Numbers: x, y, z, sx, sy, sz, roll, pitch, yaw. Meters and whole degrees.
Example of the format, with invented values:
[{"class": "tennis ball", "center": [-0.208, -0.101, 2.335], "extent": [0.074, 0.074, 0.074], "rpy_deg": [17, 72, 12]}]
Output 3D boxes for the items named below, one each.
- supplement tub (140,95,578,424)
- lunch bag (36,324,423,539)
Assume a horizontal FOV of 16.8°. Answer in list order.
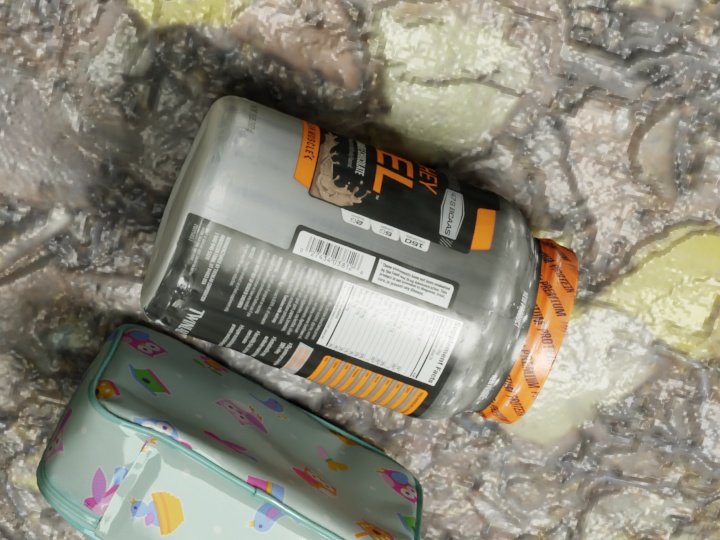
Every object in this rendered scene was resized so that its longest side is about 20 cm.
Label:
[{"class": "supplement tub", "center": [0.000, 0.000, 1.227], "extent": [0.200, 0.123, 0.123], "rpy_deg": [20, 112, -10]}, {"class": "lunch bag", "center": [-0.062, 0.114, 1.260], "extent": [0.200, 0.160, 0.077], "rpy_deg": [31, 105, -7]}]
